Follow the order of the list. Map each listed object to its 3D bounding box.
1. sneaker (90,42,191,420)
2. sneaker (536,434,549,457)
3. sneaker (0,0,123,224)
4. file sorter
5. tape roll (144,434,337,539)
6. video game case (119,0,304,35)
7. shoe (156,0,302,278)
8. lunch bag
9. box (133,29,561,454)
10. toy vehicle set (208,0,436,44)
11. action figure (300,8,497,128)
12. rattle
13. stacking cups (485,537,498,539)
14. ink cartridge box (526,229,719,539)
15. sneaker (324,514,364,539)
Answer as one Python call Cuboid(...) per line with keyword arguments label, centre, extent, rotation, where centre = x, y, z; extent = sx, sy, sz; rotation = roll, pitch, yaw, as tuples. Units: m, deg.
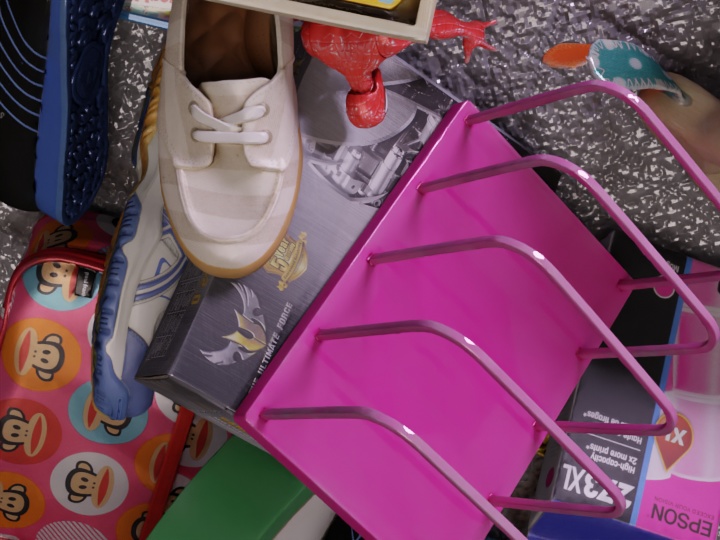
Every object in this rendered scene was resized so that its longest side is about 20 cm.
Cuboid(label="sneaker", centre=(-0.081, -0.018, 0.740), extent=(0.087, 0.075, 0.202), rotation=(16, 77, -14))
Cuboid(label="sneaker", centre=(0.117, 0.077, 0.825), extent=(0.198, 0.077, 0.074), rotation=(18, 118, -5))
Cuboid(label="sneaker", centre=(-0.165, -0.120, 0.726), extent=(0.077, 0.070, 0.202), rotation=(20, 120, 11))
Cuboid(label="file sorter", centre=(0.071, 0.031, 0.664), extent=(0.139, 0.201, 0.125), rotation=(44, 155, -20))
Cuboid(label="tape roll", centre=(-0.067, 0.156, 0.804), extent=(0.048, 0.200, 0.202), rotation=(35, 116, 13))
Cuboid(label="video game case", centre=(-0.042, -0.207, 0.721), extent=(0.141, 0.018, 0.202), rotation=(12, 117, -4))
Cuboid(label="shoe", centre=(-0.063, -0.097, 0.669), extent=(0.069, 0.202, 0.053), rotation=(-3, 162, 8))
Cuboid(label="lunch bag", centre=(-0.126, 0.076, 0.837), extent=(0.174, 0.082, 0.202), rotation=(15, 116, -10))
Cuboid(label="box", centre=(0.000, 0.000, 0.726), extent=(0.158, 0.202, 0.048), rotation=(32, 159, -24))
Cuboid(label="toy vehicle set", centre=(-0.054, -0.179, 0.628), extent=(0.198, 0.027, 0.126), rotation=(12, 96, 5))
Cuboid(label="action figure", centre=(0.015, -0.169, 0.689), extent=(0.065, 0.099, 0.203), rotation=(6, 99, 34))
Cuboid(label="rattle", centre=(0.212, -0.090, 0.733), extent=(0.200, 0.130, 0.143), rotation=(45, 106, 3))
Cuboid(label="stacking cups", centre=(0.084, 0.189, 0.901), extent=(0.198, 0.061, 0.061), rotation=(16, 117, -11))
Cuboid(label="ink cartridge box", centre=(0.152, 0.087, 0.783), extent=(0.094, 0.037, 0.202), rotation=(18, 75, -7))
Cuboid(label="sneaker", centre=(0.024, 0.139, 0.796), extent=(0.070, 0.078, 0.201), rotation=(35, 110, 6))
